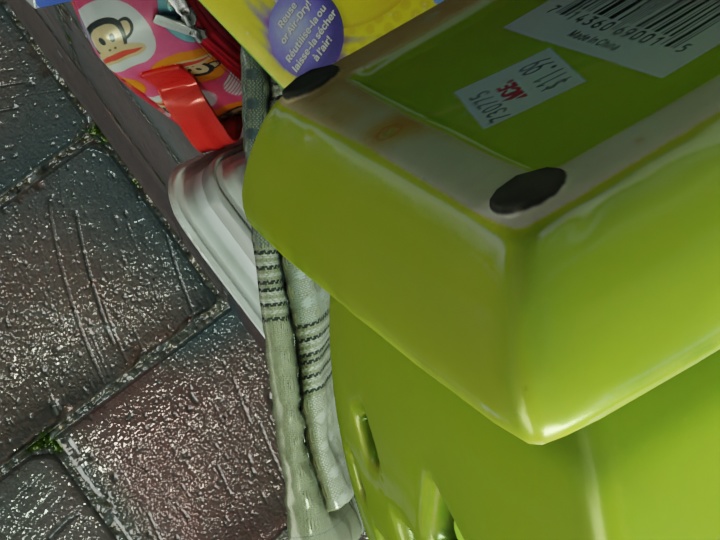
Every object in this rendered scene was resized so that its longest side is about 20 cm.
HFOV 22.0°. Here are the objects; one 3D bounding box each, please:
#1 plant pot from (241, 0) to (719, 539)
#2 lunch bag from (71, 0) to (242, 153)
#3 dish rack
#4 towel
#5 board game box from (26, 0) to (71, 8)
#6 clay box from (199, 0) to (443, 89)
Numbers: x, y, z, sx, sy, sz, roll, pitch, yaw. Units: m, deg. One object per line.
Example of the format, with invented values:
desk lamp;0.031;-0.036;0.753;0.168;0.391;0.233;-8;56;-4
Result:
plant pot;0.094;0.016;0.433;0.182;0.198;0.200;65;168;-23
lunch bag;-0.098;-0.148;0.954;0.200;0.081;0.178;32;-140;-75
dish rack;0.000;-0.016;1.000;0.172;0.043;0.200;52;-149;3
towel;0.000;0.000;0.736;0.193;0.034;0.202;-34;-60;-74
board game box;-0.167;-0.218;0.822;0.200;0.044;0.135;43;141;47
clay box;-0.004;-0.123;0.606;0.200;0.115;0.048;46;-154;15
